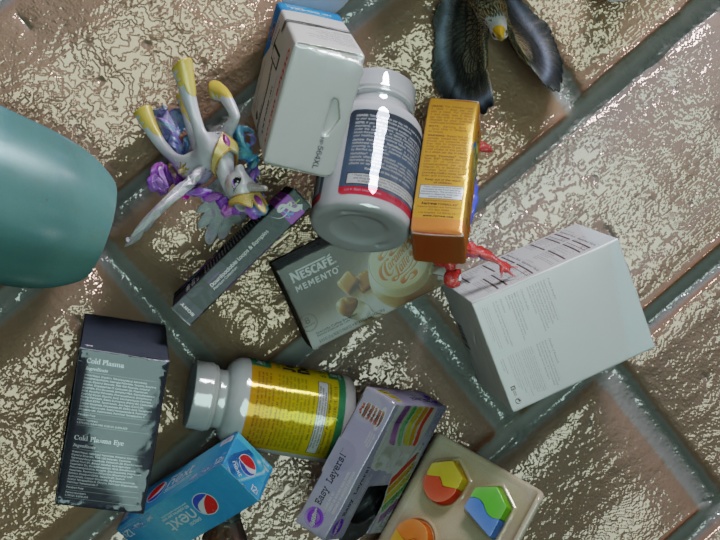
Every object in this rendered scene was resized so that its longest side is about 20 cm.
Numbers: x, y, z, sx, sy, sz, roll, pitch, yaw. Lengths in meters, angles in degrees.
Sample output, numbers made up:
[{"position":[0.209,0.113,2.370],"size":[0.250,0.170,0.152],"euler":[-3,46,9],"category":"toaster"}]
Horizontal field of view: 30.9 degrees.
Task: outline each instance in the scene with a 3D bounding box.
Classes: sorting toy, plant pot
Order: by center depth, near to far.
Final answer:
[{"position":[-0.375,-0.070,1.482],"size":[0.161,0.200,0.201],"euler":[19,95,-27],"category":"plant pot"},{"position":[0.115,0.320,1.639],"size":[0.036,0.200,0.186],"euler":[33,85,-45],"category":"sorting toy"}]

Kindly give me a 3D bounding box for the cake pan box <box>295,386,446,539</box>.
[{"position":[0.015,0.242,1.623],"size":[0.052,0.184,0.200],"euler":[30,94,26],"category":"cake pan box"}]

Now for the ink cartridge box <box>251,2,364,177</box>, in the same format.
[{"position":[-0.065,-0.212,1.499],"size":[0.084,0.200,0.146],"euler":[11,111,-13],"category":"ink cartridge box"}]

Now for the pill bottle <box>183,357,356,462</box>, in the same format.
[{"position":[-0.114,0.170,1.613],"size":[0.199,0.113,0.113],"euler":[11,97,-13],"category":"pill bottle"}]

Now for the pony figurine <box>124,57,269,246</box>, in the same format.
[{"position":[-0.191,-0.119,1.524],"size":[0.166,0.193,0.201],"euler":[-13,72,-44],"category":"pony figurine"}]

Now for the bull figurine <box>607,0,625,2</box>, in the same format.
[{"position":[0.338,-0.434,1.628],"size":[0.121,0.065,0.200],"euler":[40,89,-18],"category":"bull figurine"}]

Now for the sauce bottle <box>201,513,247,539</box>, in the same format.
[{"position":[-0.172,0.372,1.660],"size":[0.066,0.066,0.201],"euler":[2,101,-12],"category":"sauce bottle"}]

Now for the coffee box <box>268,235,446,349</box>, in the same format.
[{"position":[0.000,0.000,1.624],"size":[0.199,0.080,0.115],"euler":[-25,103,-7],"category":"coffee box"}]

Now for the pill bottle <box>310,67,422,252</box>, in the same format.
[{"position":[0.012,-0.135,1.551],"size":[0.119,0.120,0.201],"euler":[16,64,-14],"category":"pill bottle"}]

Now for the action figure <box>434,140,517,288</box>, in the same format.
[{"position":[0.145,-0.055,1.606],"size":[0.099,0.065,0.201],"euler":[29,57,-22],"category":"action figure"}]

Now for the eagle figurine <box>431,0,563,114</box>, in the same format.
[{"position":[0.162,-0.304,1.601],"size":[0.151,0.151,0.200],"euler":[10,137,25],"category":"eagle figurine"}]

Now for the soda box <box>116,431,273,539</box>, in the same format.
[{"position":[-0.203,0.279,1.589],"size":[0.200,0.064,0.068],"euler":[-34,108,31],"category":"soda box"}]

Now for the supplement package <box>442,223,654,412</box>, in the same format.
[{"position":[0.234,0.055,1.647],"size":[0.199,0.151,0.152],"euler":[-23,103,-7],"category":"supplement package"}]

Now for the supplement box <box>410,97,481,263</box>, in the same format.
[{"position":[0.104,-0.109,1.553],"size":[0.069,0.067,0.201],"euler":[2,59,9],"category":"supplement box"}]

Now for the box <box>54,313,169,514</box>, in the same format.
[{"position":[-0.291,0.163,1.529],"size":[0.104,0.200,0.183],"euler":[8,98,-12],"category":"box"}]

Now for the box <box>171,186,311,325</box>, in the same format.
[{"position":[-0.145,-0.021,1.558],"size":[0.200,0.143,0.036],"euler":[-43,98,-1],"category":"box"}]

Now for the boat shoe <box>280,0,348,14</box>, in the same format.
[{"position":[-0.021,-0.378,1.565],"size":[0.069,0.057,0.200],"euler":[36,109,-31],"category":"boat shoe"}]
